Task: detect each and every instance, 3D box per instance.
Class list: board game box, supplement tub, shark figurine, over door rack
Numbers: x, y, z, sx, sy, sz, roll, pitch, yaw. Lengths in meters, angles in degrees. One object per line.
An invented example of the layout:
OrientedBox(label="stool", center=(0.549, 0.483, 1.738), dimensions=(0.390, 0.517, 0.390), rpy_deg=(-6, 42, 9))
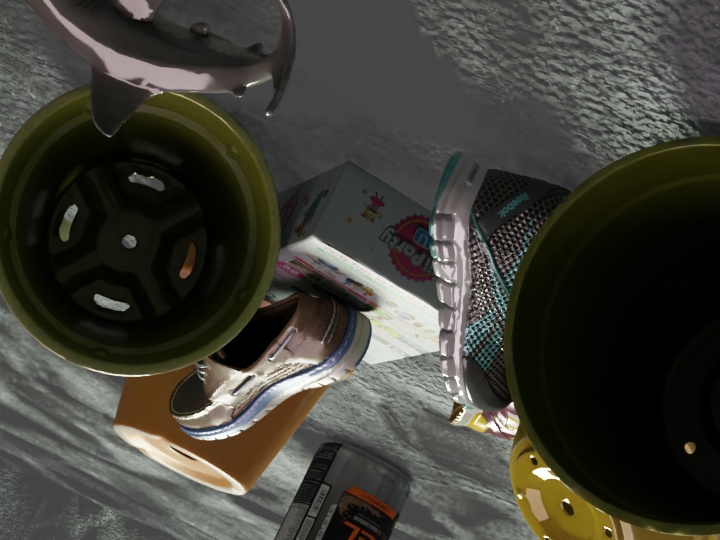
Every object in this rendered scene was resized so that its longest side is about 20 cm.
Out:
OrientedBox(label="board game box", center=(0.000, 0.000, 1.145), dimensions=(0.147, 0.065, 0.200), rpy_deg=(31, 163, -17))
OrientedBox(label="supplement tub", center=(-0.033, 0.311, 1.814), dimensions=(0.122, 0.201, 0.123), rpy_deg=(23, 162, 8))
OrientedBox(label="shark figurine", center=(-0.118, -0.117, 0.929), dimensions=(0.214, 0.090, 0.128), rpy_deg=(21, 162, 23))
OrientedBox(label="over door rack", center=(-0.310, -0.095, 1.279), dimensions=(0.148, 0.067, 0.200), rpy_deg=(37, 180, -29))

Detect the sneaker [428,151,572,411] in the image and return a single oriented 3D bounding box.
OrientedBox(label="sneaker", center=(0.097, 0.019, 0.985), dimensions=(0.091, 0.078, 0.201), rpy_deg=(8, 136, 17))

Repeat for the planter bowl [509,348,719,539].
OrientedBox(label="planter bowl", center=(0.158, 0.136, 1.022), dimensions=(0.200, 0.083, 0.201), rpy_deg=(34, 141, 33))

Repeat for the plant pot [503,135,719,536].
OrientedBox(label="plant pot", center=(0.203, 0.054, 0.851), dimensions=(0.199, 0.201, 0.193), rpy_deg=(16, 172, 28))

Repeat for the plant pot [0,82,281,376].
OrientedBox(label="plant pot", center=(-0.168, -0.026, 1.141), dimensions=(0.200, 0.201, 0.184), rpy_deg=(29, 173, -8))

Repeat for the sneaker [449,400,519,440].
OrientedBox(label="sneaker", center=(0.135, 0.087, 1.201), dimensions=(0.090, 0.075, 0.200), rpy_deg=(15, 166, -8))

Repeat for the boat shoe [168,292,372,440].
OrientedBox(label="boat shoe", center=(-0.083, 0.062, 1.156), dimensions=(0.072, 0.073, 0.200), rpy_deg=(36, 132, -29))

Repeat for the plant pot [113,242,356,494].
OrientedBox(label="plant pot", center=(-0.112, 0.079, 1.318), dimensions=(0.199, 0.184, 0.200), rpy_deg=(24, 162, 8))
